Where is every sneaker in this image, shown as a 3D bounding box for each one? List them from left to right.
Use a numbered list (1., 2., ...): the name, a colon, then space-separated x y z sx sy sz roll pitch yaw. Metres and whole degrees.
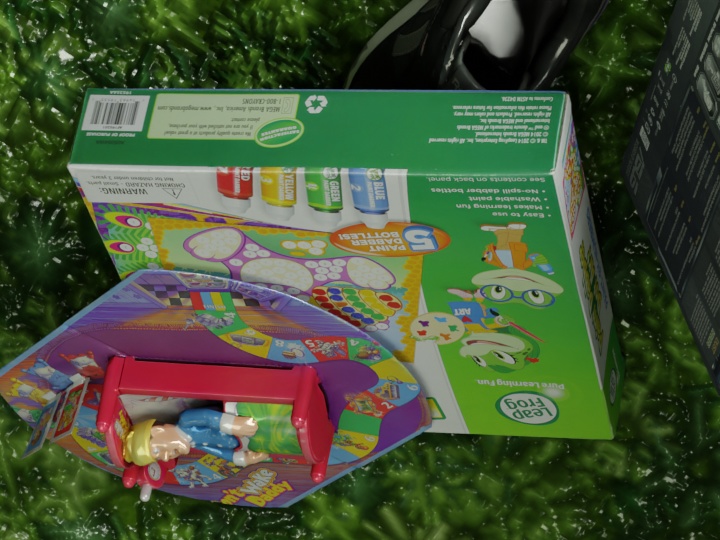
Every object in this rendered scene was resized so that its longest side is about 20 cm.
1. sneaker: 0.038 -0.077 1.063 0.075 0.088 0.200 32 120 -3

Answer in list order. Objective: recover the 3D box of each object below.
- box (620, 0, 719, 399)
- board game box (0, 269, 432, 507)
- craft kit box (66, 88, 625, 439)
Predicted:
1. box: 0.160 -0.020 0.976 0.051 0.159 0.200 -17 158 -10
2. board game box: -0.067 0.071 1.141 0.157 0.039 0.200 28 145 -25
3. craft kit box: 0.000 0.000 1.089 0.198 0.049 0.198 1 149 15
